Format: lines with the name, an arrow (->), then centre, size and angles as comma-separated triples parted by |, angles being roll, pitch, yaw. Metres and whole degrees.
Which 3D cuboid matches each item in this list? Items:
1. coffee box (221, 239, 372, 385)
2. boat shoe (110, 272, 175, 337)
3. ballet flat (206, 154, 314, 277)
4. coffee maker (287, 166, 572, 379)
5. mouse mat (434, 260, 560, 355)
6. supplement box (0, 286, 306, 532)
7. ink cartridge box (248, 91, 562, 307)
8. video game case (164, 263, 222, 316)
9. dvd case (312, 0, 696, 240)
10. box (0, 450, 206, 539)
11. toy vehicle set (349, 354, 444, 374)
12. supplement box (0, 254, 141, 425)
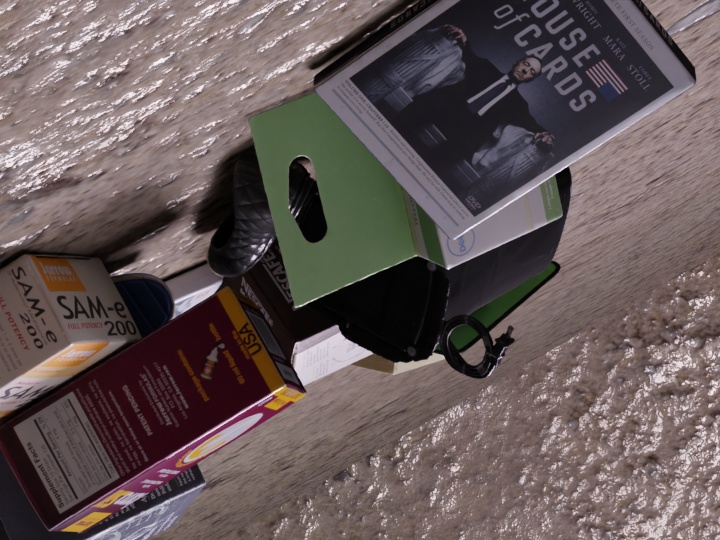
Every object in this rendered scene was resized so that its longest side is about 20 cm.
coffee box -> 0.000, 0.000, 1.790 | 0.199, 0.113, 0.080 | -25, 153, -23
boat shoe -> -0.231, 0.062, 1.669 | 0.199, 0.073, 0.072 | -29, -174, -4
ballet flat -> -0.082, -0.044, 1.613 | 0.067, 0.057, 0.200 | -63, -173, -22
coffee maker -> 0.071, -0.015, 1.661 | 0.200, 0.192, 0.135 | -31, 165, -47
mouse mat -> 0.051, 0.011, 1.881 | 0.199, 0.008, 0.161 | 18, -140, 37
supplement box -> -0.149, 0.102, 1.596 | 0.199, 0.086, 0.110 | -32, 170, 3
ink cartridge box -> 0.034, -0.070, 1.499 | 0.199, 0.147, 0.048 | -25, -155, -25
video game case -> -0.222, 0.068, 1.821 | 0.199, 0.023, 0.182 | -24, 169, -25
dvd case -> 0.092, -0.123, 1.419 | 0.199, 0.150, 0.025 | -33, -153, 23
box -> -0.274, 0.216, 2.144 | 0.195, 0.125, 0.200 | -23, 169, -20
toy vehicle set -> -0.026, 0.049, 1.909 | 0.199, 0.027, 0.124 | 11, -168, 28
supplement box -> -0.269, 0.069, 1.550 | 0.199, 0.074, 0.126 | -32, 171, 15
